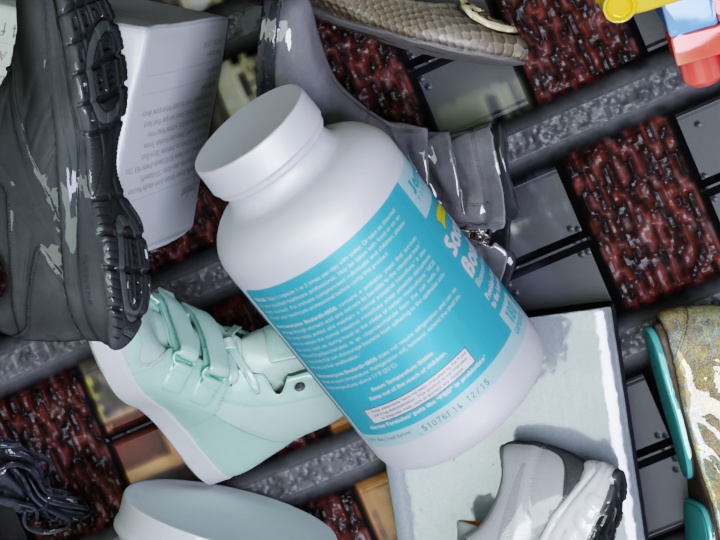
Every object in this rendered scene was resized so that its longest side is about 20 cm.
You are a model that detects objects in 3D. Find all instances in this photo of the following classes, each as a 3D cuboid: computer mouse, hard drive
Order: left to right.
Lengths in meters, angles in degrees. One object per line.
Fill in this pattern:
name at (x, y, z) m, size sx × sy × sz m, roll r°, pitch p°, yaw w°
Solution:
computer mouse at (-0.263, 0.117, 1.566) m, size 0.199 × 0.139 × 0.053 m, roll 12°, pitch 73°, yaw 18°
hard drive at (0.087, 0.126, 1.540) m, size 0.139 × 0.033 × 0.201 m, roll -8°, pitch 95°, yaw 12°

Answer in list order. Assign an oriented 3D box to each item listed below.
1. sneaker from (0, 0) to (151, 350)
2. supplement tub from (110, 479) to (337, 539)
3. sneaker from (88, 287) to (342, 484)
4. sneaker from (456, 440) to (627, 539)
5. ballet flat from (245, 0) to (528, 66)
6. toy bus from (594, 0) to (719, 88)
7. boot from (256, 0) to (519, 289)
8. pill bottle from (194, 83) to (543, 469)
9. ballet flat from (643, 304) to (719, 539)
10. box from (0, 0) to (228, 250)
sneaker at (-0.159, -0.059, 1.345) m, size 0.090 × 0.076 × 0.201 m, roll -4°, pitch 93°, yaw 15°
supplement tub at (-0.094, 0.231, 1.531) m, size 0.145 × 0.145 × 0.201 m, roll 15°, pitch 99°, yaw 9°
sneaker at (-0.075, 0.034, 1.498) m, size 0.118 × 0.201 × 0.074 m, roll -26°, pitch 53°, yaw 9°
sneaker at (0.075, 0.186, 1.502) m, size 0.079 × 0.074 × 0.201 m, roll 25°, pitch 95°, yaw 17°
ballet flat at (0.000, -0.154, 1.512) m, size 0.199 × 0.067 × 0.047 m, roll 17°, pitch 90°, yaw 14°
toy bus at (0.194, -0.202, 1.436) m, size 0.199 × 0.136 × 0.193 m, roll -20°, pitch 108°, yaw 5°
boot at (0.018, -0.072, 1.497) m, size 0.131 × 0.070 × 0.201 m, roll -5°, pitch 125°, yaw 10°
pill bottle at (0.000, 0.000, 1.438) m, size 0.111 × 0.111 × 0.200 m, roll -33°, pitch 113°, yaw 13°
ballet flat at (0.203, 0.116, 1.502) m, size 0.070 × 0.071 × 0.201 m, roll -9°, pitch 95°, yaw 12°
box at (-0.194, -0.091, 1.484) m, size 0.198 × 0.200 × 0.131 m, roll 12°, pitch 99°, yaw 8°
